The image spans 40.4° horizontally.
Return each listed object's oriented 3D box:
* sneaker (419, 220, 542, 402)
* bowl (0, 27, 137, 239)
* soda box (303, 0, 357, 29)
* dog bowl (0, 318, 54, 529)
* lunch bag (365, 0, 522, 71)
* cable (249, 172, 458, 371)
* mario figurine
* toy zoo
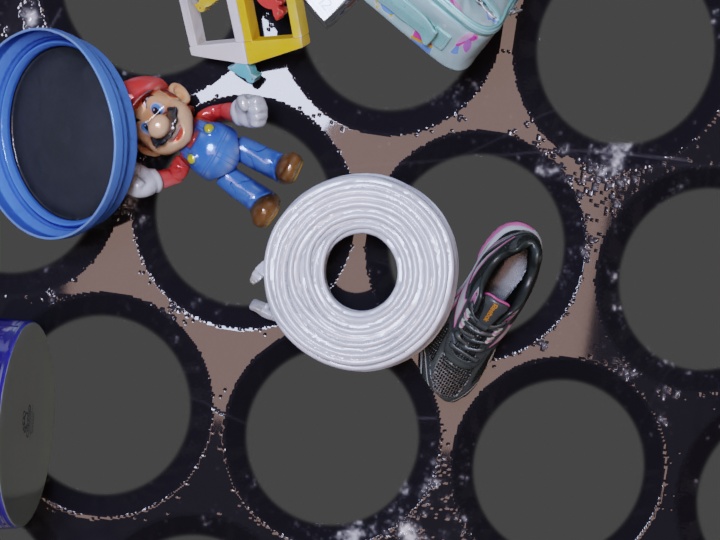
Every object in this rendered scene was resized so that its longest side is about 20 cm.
[{"bbox_3d":[0.122,0.041,0.996,0.080,0.086,0.202,24,95,-1],"label":"sneaker"},{"bbox_3d":[-0.296,-0.132,0.952,0.199,0.039,0.203,6,102,31],"label":"bowl"},{"bbox_3d":[-0.078,-0.337,0.965,0.063,0.068,0.200,-42,94,5],"label":"soda box"},{"bbox_3d":[-0.357,0.146,0.942,0.078,0.200,0.202,1,96,-4],"label":"dog bowl"},{"bbox_3d":[0.063,-0.291,0.925,0.199,0.161,0.077,36,136,-6],"label":"lunch bag"},{"bbox_3d":[0.000,0.000,0.985,0.199,0.069,0.201,32,91,7],"label":"cable"},{"bbox_3d":[-0.160,-0.120,0.964,0.199,0.106,0.124,28,60,-11],"label":"mario figurine"},{"bbox_3d":[-0.121,-0.282,0.947,0.130,0.020,0.202,1,117,24],"label":"toy zoo"}]
